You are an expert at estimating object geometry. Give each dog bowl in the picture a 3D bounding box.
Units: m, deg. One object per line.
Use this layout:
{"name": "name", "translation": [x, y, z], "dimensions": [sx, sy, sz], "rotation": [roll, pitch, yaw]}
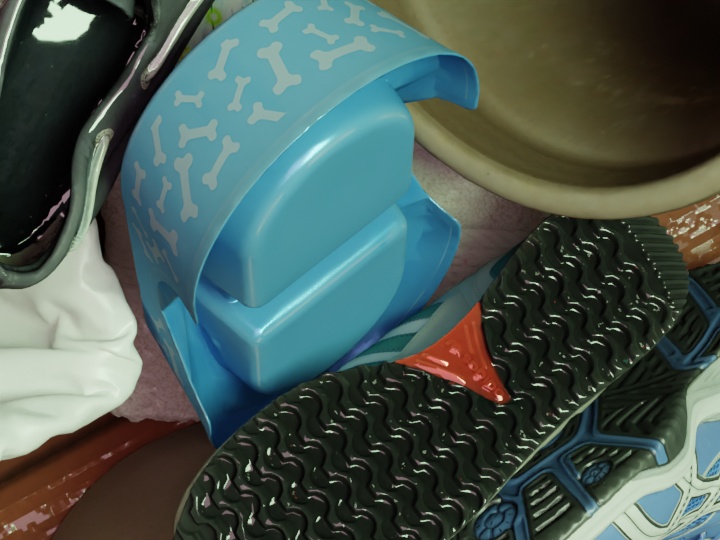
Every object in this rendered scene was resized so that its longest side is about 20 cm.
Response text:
{"name": "dog bowl", "translation": [-0.022, -0.016, 0.643], "dimensions": [0.111, 0.200, 0.050], "rotation": [-38, 71, -18]}

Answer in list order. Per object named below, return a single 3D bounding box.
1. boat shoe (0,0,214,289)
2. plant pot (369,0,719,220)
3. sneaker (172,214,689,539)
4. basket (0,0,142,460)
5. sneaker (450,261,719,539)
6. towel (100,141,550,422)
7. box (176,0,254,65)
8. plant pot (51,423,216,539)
{"name": "boat shoe", "translation": [-0.067, -0.084, 0.590], "dimensions": [0.072, 0.063, 0.201], "rotation": [25, 95, -27]}
{"name": "plant pot", "translation": [0.111, -0.129, 0.693], "dimensions": [0.199, 0.174, 0.202], "rotation": [9, 105, 33]}
{"name": "sneaker", "translation": [0.023, 0.054, 0.695], "dimensions": [0.199, 0.093, 0.071], "rotation": [-36, 81, -17]}
{"name": "basket", "translation": [-0.210, -0.016, 0.658], "dimensions": [0.197, 0.160, 0.202], "rotation": [-23, 100, -34]}
{"name": "sneaker", "translation": [0.106, 0.075, 0.739], "dimensions": [0.199, 0.075, 0.078], "rotation": [-36, 116, -32]}
{"name": "towel", "translation": [0.000, 0.000, 0.758], "dimensions": [0.198, 0.035, 0.134], "rotation": [0, 120, -6]}
{"name": "box", "translation": [-0.082, -0.167, 0.666], "dimensions": [0.136, 0.040, 0.201], "rotation": [-33, 89, 30]}
{"name": "plant pot", "translation": [-0.028, 0.162, 0.713], "dimensions": [0.185, 0.200, 0.189], "rotation": [-1, 97, -7]}
